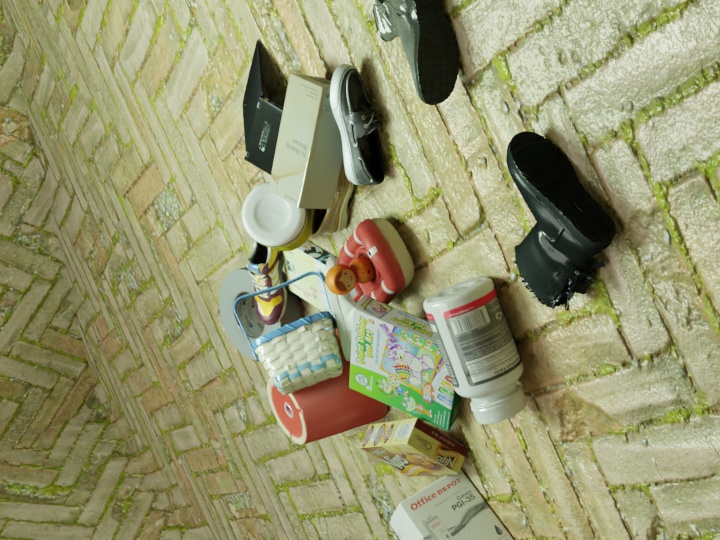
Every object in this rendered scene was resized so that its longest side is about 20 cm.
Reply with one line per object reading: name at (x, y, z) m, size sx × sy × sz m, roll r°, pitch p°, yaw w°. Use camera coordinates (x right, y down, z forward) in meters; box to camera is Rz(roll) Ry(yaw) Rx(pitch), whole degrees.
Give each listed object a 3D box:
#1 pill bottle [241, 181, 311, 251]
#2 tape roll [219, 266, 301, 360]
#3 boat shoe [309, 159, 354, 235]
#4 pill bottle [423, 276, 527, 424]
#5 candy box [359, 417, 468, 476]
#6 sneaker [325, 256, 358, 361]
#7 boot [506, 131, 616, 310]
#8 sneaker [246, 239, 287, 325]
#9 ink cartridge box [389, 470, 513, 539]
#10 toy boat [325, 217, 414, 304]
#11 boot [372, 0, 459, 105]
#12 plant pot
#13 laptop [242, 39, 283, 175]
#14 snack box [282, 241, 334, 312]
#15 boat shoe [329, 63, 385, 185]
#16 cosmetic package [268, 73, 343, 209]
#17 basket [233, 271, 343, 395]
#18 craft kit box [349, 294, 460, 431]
pill bottle at (-0.144, -0.093, 1.846) m, size 0.113 × 0.112 × 0.200 m, roll 63°, pitch -178°, yaw 5°
tape roll at (-0.215, 0.088, 2.175) m, size 0.199 × 0.066 × 0.202 m, roll 17°, pitch 115°, yaw 40°
boat shoe at (-0.058, -0.137, 1.758) m, size 0.072 × 0.076 × 0.201 m, roll 43°, pitch 145°, yaw 37°
pill bottle at (0.176, 0.120, 1.509) m, size 0.111 × 0.110 × 0.201 m, roll -8°, pitch 104°, yaw 62°
candy box at (0.092, 0.319, 1.824) m, size 0.115 × 0.056 × 0.200 m, roll 33°, pitch 158°, yaw -15°
sneaker at (-0.008, 0.063, 1.844) m, size 0.073 × 0.084 × 0.201 m, roll -71°, pitch -31°, yaw -68°
boot at (0.237, -0.059, 1.307) m, size 0.199 × 0.073 × 0.163 m, roll 54°, pitch 154°, yaw 20°
sneaker at (-0.195, 0.012, 2.037) m, size 0.074 × 0.090 × 0.202 m, roll 5°, pitch 96°, yaw 29°
ink cartridge box at (0.166, 0.468, 1.767) m, size 0.200 × 0.146 × 0.083 m, roll 52°, pitch 149°, yaw 24°
toy boat at (0.000, 0.000, 1.705) m, size 0.131 × 0.130 × 0.200 m, roll 59°, pitch 152°, yaw 11°
boot at (0.069, -0.329, 1.405) m, size 0.130 × 0.067 × 0.202 m, roll 13°, pitch 115°, yaw 63°
plant pot at (-0.072, 0.236, 1.976) m, size 0.200 × 0.177 × 0.202 m, roll 40°, pitch 143°, yaw 39°
laptop at (-0.151, -0.282, 1.881) m, size 0.199 × 0.116 × 0.188 m, roll 31°, pitch 147°, yaw 3°
snack box at (-0.084, 0.013, 1.969) m, size 0.200 × 0.037 × 0.117 m, roll 30°, pitch 135°, yaw 49°
boat shoe at (0.003, -0.224, 1.597) m, size 0.066 × 0.070 × 0.201 m, roll 14°, pitch 122°, yaw 36°
cosmetic package at (-0.081, -0.212, 1.671) m, size 0.103 × 0.073 × 0.201 m, roll 31°, pitch 114°, yaw 48°
basket at (-0.127, 0.116, 1.868) m, size 0.139 × 0.175 × 0.201 m, roll 83°, pitch 167°, yaw -76°
craft kit box at (0.078, 0.156, 1.703) m, size 0.196 × 0.049 × 0.201 m, roll 23°, pitch 136°, yaw 21°
